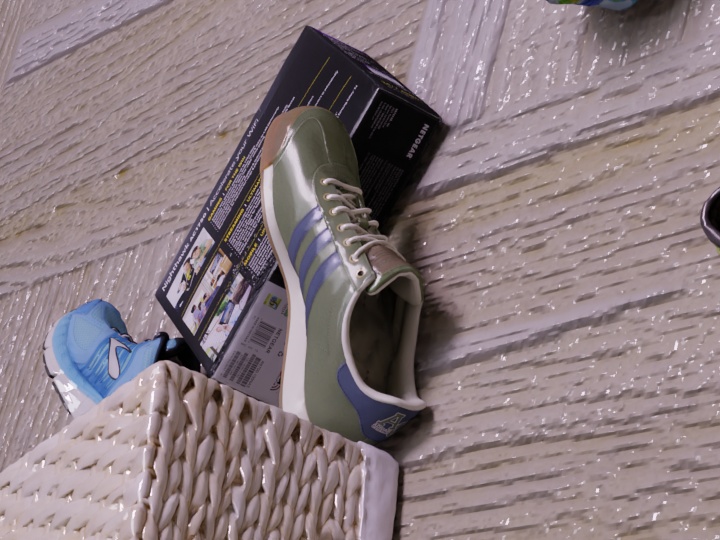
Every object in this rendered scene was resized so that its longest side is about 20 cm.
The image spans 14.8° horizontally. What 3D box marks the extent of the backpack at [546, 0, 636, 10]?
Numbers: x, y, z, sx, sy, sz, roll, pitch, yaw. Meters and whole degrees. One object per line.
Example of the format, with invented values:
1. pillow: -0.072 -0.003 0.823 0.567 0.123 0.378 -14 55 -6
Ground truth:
1. backpack: 0.133 -0.236 1.455 0.200 0.154 0.163 -42 30 -4

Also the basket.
1. basket: -0.102 0.184 1.471 0.200 0.161 0.199 -33 40 43

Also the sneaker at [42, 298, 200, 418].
1. sneaker: -0.136 0.074 1.748 0.090 0.078 0.200 -40 34 5

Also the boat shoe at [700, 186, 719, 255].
1. boat shoe: 0.222 -0.016 1.171 0.201 0.060 0.072 -6 62 60

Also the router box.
1. router box: -0.041 -0.036 1.668 0.200 0.051 0.149 -60 25 9

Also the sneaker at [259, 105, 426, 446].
1. sneaker: 0.000 0.000 1.523 0.090 0.067 0.201 -17 72 46
